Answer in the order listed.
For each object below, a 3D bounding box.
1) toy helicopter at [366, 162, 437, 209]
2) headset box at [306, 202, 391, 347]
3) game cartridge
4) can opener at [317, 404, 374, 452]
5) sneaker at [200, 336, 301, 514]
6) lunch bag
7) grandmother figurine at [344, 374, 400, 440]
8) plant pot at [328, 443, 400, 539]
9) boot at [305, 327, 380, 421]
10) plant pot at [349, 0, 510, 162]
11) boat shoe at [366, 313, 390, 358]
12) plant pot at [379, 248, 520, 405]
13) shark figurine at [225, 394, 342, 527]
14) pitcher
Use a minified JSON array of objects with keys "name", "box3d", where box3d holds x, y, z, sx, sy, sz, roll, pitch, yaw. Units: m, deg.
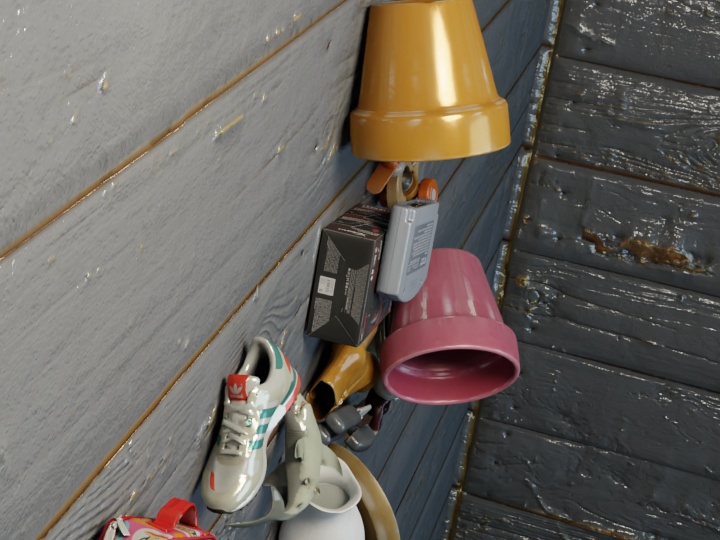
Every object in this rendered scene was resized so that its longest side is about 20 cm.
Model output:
[{"name":"toy helicopter","box3d":[0.057,-0.176,1.914,0.132,0.079,0.201,-13,107,-67]},{"name":"headset box","box3d":[0.000,0.000,1.794,0.200,0.075,0.149,-41,142,-70]},{"name":"game cartridge","box3d":[0.064,-0.026,1.795,0.200,0.040,0.134,-21,119,-75]},{"name":"can opener","box3d":[-0.014,0.226,1.879,0.053,0.067,0.200,-41,173,9]},{"name":"sneaker","box3d":[-0.131,0.161,1.439,0.200,0.070,0.093,-65,147,-34]},{"name":"lunch bag","box3d":[-0.193,0.296,1.230,0.200,0.082,0.177,54,51,-74]},{"name":"grandmother figurine","box3d":[0.022,0.206,2.067,0.200,0.060,0.122,119,-24,-54]},{"name":"plant pot","box3d":[-0.015,0.348,1.948,0.027,0.200,0.200,-26,141,-28]},{"name":"boot","box3d":[-0.031,0.160,1.908,0.144,0.071,0.201,-55,165,-31]},{"name":"plant pot","box3d":[0.082,-0.241,1.653,0.200,0.200,0.184,-44,131,-69]},{"name":"boat shoe","box3d":[0.036,0.042,2.037,0.074,0.066,0.200,-51,153,-63]},{"name":"plant pot","box3d":[0.122,0.076,1.941,0.200,0.199,0.179,83,1,-61]},{"name":"shark figurine","box3d":[-0.096,0.267,1.687,0.128,0.089,0.215,56,30,-29]},{"name":"pitcher","box3d":[-0.056,0.338,1.881,0.172,0.121,0.200,-105,-164,-48]}]
